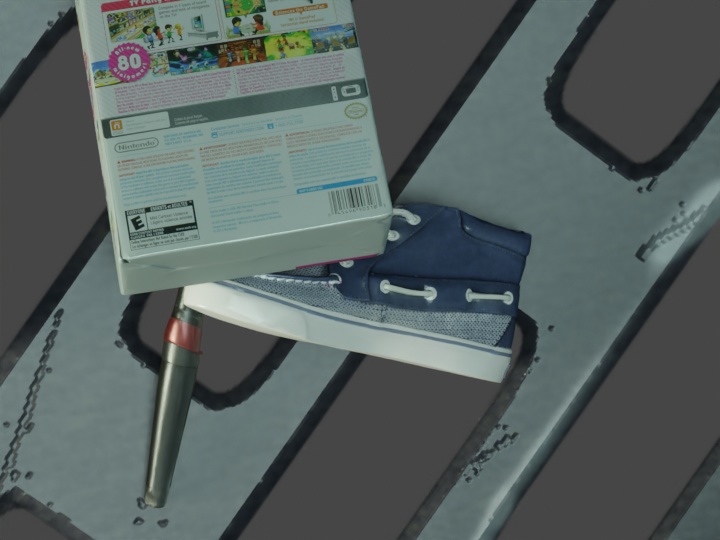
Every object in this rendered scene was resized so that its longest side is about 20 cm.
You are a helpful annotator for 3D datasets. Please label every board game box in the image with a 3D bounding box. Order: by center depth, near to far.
[{"bbox_3d":[-0.073,-0.099,1.334,0.146,0.064,0.201,-8,72,-6],"label":"board game box"}]

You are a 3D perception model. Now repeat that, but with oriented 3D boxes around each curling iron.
[{"bbox_3d":[-0.103,0.036,1.396,0.025,0.050,0.201,-2,103,-30],"label":"curling iron"}]

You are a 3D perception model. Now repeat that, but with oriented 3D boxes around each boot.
[{"bbox_3d":[0.000,0.000,1.384,0.199,0.073,0.091,13,88,-26],"label":"boot"}]
